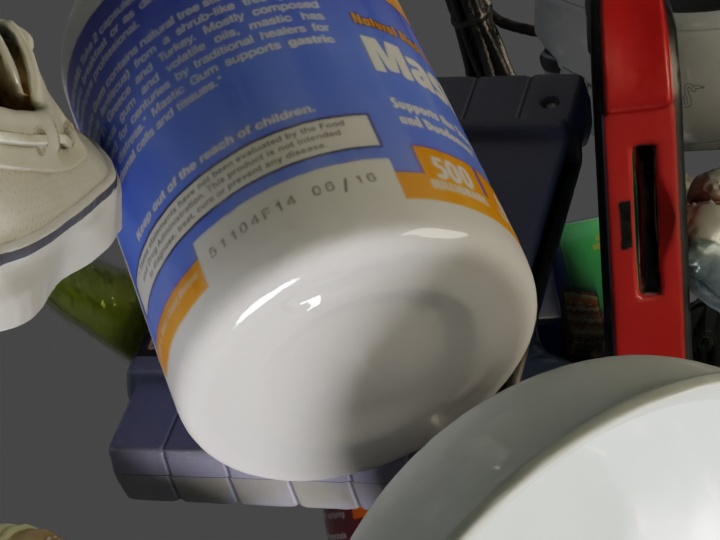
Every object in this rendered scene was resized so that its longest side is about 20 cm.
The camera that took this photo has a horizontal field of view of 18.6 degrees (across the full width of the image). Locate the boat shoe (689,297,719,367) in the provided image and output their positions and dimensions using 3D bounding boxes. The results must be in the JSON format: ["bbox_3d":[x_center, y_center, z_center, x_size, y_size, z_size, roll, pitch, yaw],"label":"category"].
[{"bbox_3d":[0.161,0.099,0.875,0.072,0.066,0.201,4,55,-37],"label":"boat shoe"}]

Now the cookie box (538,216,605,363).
[{"bbox_3d":[0.091,0.081,0.958,0.171,0.075,0.201,-12,91,-63],"label":"cookie box"}]

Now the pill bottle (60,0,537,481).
[{"bbox_3d":[-0.030,-0.044,0.685,0.112,0.112,0.200,41,21,-50],"label":"pill bottle"}]

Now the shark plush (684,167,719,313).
[{"bbox_3d":[0.170,0.027,0.869,0.200,0.090,0.084,62,31,-42],"label":"shark plush"}]

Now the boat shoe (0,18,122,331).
[{"bbox_3d":[-0.103,-0.036,0.576,0.200,0.071,0.070,-81,172,-79],"label":"boat shoe"}]

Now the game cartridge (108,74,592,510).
[{"bbox_3d":[0.000,0.000,0.760,0.200,0.129,0.038,-70,157,-45],"label":"game cartridge"}]

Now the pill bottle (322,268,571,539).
[{"bbox_3d":[0.041,0.094,0.822,0.109,0.109,0.201,0,80,-62],"label":"pill bottle"}]

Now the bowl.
[{"bbox_3d":[0.060,0.103,0.632,0.200,0.090,0.202,-14,119,-26],"label":"bowl"}]

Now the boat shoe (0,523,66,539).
[{"bbox_3d":[-0.053,0.152,0.669,0.200,0.066,0.074,61,31,-31],"label":"boat shoe"}]

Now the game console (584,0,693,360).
[{"bbox_3d":[0.095,-0.018,0.788,0.177,0.031,0.201,-87,172,-70],"label":"game console"}]

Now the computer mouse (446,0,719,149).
[{"bbox_3d":[0.095,-0.091,0.921,0.044,0.200,0.110,-25,113,-29],"label":"computer mouse"}]
